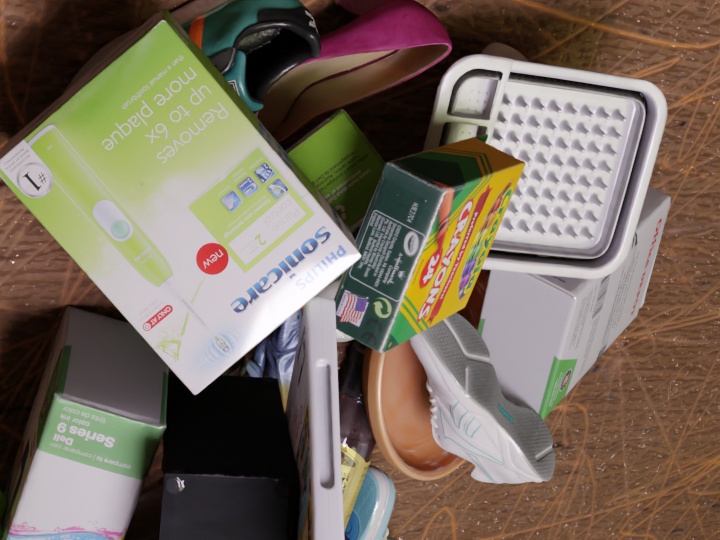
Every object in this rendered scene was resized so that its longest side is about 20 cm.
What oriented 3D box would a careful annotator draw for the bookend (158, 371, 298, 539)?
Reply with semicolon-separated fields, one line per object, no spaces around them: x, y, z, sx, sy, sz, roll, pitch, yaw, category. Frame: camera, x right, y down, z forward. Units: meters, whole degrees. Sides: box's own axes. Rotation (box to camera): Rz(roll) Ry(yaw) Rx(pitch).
-0.106;0.201;1.253;0.092;0.200;0.200;4;107;-8;bookend

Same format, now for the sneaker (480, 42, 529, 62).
0.097;-0.080;1.411;0.116;0.073;0.201;-43;145;-31;sneaker

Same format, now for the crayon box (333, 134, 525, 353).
0.055;-0.025;1.239;0.200;0.051;0.128;-25;139;-64;crayon box

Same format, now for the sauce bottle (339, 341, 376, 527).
-0.022;0.160;1.531;0.066;0.066;0.201;3;111;-44;sauce bottle

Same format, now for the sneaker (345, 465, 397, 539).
0.009;0.257;1.635;0.130;0.080;0.200;-1;133;-40;sneaker

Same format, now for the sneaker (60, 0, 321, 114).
-0.117;-0.130;1.180;0.200;0.080;0.072;-36;140;-12;sneaker

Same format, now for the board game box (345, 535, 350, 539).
-0.098;0.276;1.481;0.057;0.165;0.201;11;116;-46;board game box

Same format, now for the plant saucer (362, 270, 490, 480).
0.062;0.082;1.512;0.200;0.037;0.201;-17;111;-50;plant saucer

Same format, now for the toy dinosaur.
-0.072;0.081;1.407;0.104;0.200;0.183;2;87;-3;toy dinosaur

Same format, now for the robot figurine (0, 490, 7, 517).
-0.346;0.218;1.242;0.200;0.116;0.175;-52;153;7;robot figurine

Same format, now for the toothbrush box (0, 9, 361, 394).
-0.118;-0.046;1.127;0.145;0.086;0.200;-39;105;4;toothbrush box

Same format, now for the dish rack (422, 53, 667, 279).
0.134;-0.084;1.366;0.199;0.044;0.173;6;109;-20;dish rack

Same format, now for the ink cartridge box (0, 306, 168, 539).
-0.210;0.151;1.267;0.087;0.145;0.201;16;113;-12;ink cartridge box

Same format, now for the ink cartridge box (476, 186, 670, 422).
0.187;0.016;1.533;0.200;0.084;0.147;-40;148;-46;ink cartridge box

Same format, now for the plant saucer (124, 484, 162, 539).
-0.144;0.240;1.378;0.200;0.200;0.037;-28;121;-21;plant saucer

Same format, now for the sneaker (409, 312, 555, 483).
0.085;0.114;1.455;0.201;0.080;0.071;55;37;-25;sneaker

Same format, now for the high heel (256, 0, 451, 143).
-0.029;-0.128;1.251;0.200;0.096;0.067;-46;141;-1;high heel

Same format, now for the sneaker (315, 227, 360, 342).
0.000;0.000;1.360;0.074;0.082;0.200;-44;168;21;sneaker

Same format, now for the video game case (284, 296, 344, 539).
-0.033;0.145;1.170;0.023;0.183;0.200;1;151;-7;video game case

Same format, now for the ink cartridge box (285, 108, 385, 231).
-0.076;-0.020;1.262;0.200;0.076;0.148;-39;-179;-8;ink cartridge box
